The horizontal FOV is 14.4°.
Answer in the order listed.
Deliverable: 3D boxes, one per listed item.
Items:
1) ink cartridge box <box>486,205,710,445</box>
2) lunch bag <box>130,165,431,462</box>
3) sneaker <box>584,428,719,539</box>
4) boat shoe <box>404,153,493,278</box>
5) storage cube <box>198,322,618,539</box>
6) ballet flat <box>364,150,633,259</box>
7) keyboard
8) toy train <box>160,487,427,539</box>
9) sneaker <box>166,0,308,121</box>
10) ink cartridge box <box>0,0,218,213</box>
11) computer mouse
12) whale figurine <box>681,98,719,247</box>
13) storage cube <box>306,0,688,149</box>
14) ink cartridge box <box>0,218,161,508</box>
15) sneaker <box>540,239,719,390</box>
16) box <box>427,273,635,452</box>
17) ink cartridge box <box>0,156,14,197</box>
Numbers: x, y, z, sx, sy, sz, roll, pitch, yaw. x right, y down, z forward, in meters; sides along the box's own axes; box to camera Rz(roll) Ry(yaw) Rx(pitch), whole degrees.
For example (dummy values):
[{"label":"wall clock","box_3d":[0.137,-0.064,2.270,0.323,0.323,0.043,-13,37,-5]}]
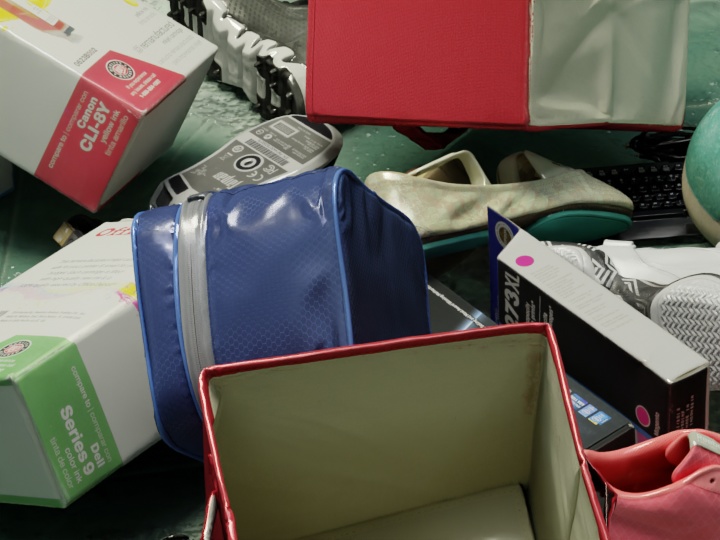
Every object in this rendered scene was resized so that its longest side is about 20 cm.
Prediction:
[{"label":"ink cartridge box","box_3d":[0.124,0.049,1.626,0.037,0.095,0.200,-23,39,-25]},{"label":"lunch bag","box_3d":[-0.042,0.032,1.504,0.131,0.200,0.137,-9,75,14]},{"label":"sneaker","box_3d":[0.197,0.124,1.520,0.198,0.087,0.074,-6,36,-5]},{"label":"boat shoe","box_3d":[0.000,-0.001,1.740,0.200,0.072,0.067,-39,18,-33]},{"label":"storage cube","box_3d":[0.022,0.155,1.376,0.198,0.180,0.172,-7,51,-7]},{"label":"ballet flat","box_3d":[0.086,-0.045,1.729,0.199,0.063,0.067,-7,-14,-39]},{"label":"keyboard","box_3d":[0.208,-0.063,1.830,0.198,0.040,0.104,-4,36,-4]},{"label":"toy train","box_3d":[-0.040,0.139,1.509,0.199,0.046,0.034,-21,63,12]},{"label":"sneaker","box_3d":[-0.061,-0.162,1.971,0.090,0.067,0.200,-19,42,-27]},{"label":"ink cartridge box","box_3d":[-0.212,-0.141,1.825,0.199,0.084,0.145,31,28,4]},{"label":"computer mouse","box_3d":[-0.093,-0.035,1.811,0.199,0.044,0.109,-29,38,-24]},{"label":"whale figurine","box_3d":[0.290,-0.080,1.768,0.199,0.104,0.159,-31,59,-33]},{"label":"storage cube","box_3d":[0.089,-0.175,1.793,0.179,0.202,0.170,5,4,41]},{"label":"ink cartridge box","box_3d":[-0.153,0.047,1.615,0.145,0.088,0.200,-2,27,47]},{"label":"sneaker","box_3d":[0.180,0.017,1.693,0.199,0.076,0.115,14,23,41]},{"label":"box","box_3d":[0.033,0.092,1.605,0.160,0.044,0.200,-28,42,-24]},{"label":"ink cartridge box","box_3d":[-0.337,-0.091,1.882,0.199,0.068,0.116,27,43,34]}]
